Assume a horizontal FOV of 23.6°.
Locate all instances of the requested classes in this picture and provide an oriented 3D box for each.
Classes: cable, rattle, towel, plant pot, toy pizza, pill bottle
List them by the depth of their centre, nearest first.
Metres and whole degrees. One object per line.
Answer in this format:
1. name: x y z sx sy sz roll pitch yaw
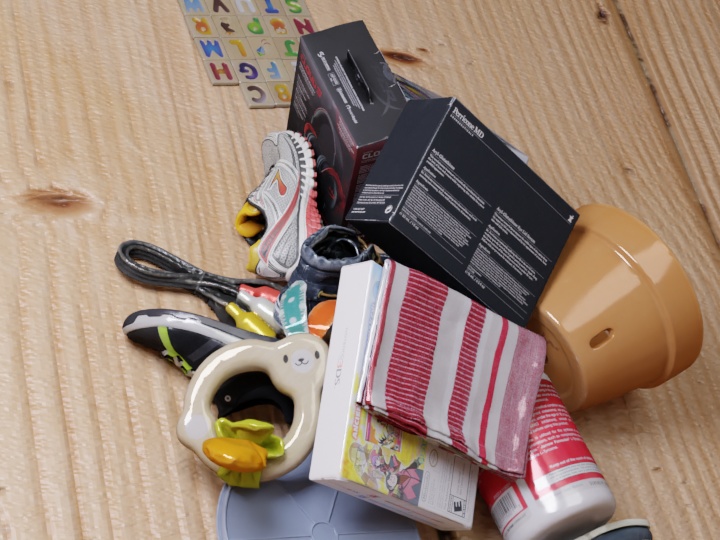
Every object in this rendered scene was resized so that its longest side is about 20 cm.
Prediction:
1. rattle: -0.074 0.084 1.497 0.130 0.143 0.200 36 78 22
2. toy pizza: -0.037 0.243 1.541 0.198 0.032 0.202 15 48 -17
3. towel: 0.087 0.091 1.553 0.199 0.023 0.145 28 62 -33
4. pill bottle: 0.154 0.167 1.658 0.111 0.113 0.201 -7 58 -34
5. cable: -0.136 0.011 1.667 0.199 0.050 0.097 34 42 -2
6. plant pot: 0.229 0.052 1.759 0.139 0.201 0.200 -32 72 -25

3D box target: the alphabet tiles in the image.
1. alphabet tiles: -0.115 -0.261 1.942 0.165 0.006 0.201 -4 56 -33

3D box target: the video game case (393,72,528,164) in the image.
1. video game case: 0.067 -0.178 1.868 0.181 0.023 0.200 22 13 -32

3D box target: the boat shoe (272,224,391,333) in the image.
1. boat shoe: 0.000 0.000 1.671 0.071 0.091 0.200 37 31 21

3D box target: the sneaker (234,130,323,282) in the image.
1. sneaker: -0.086 -0.071 1.747 0.081 0.078 0.201 4 43 -12

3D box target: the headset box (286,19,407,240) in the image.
1. headset box: -0.010 -0.143 1.757 0.074 0.201 0.149 -17 62 -19

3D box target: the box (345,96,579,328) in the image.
1. box: 0.101 -0.051 1.660 0.200 0.079 0.142 40 72 -31

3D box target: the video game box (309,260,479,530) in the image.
1. video game box: 0.042 0.117 1.563 0.182 0.047 0.202 29 62 -43

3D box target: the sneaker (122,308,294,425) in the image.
1. sneaker: -0.130 0.093 1.588 0.198 0.072 0.084 15 80 3

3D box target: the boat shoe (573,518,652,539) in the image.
1. boat shoe: 0.201 0.285 1.613 0.199 0.075 0.062 -12 58 -35
